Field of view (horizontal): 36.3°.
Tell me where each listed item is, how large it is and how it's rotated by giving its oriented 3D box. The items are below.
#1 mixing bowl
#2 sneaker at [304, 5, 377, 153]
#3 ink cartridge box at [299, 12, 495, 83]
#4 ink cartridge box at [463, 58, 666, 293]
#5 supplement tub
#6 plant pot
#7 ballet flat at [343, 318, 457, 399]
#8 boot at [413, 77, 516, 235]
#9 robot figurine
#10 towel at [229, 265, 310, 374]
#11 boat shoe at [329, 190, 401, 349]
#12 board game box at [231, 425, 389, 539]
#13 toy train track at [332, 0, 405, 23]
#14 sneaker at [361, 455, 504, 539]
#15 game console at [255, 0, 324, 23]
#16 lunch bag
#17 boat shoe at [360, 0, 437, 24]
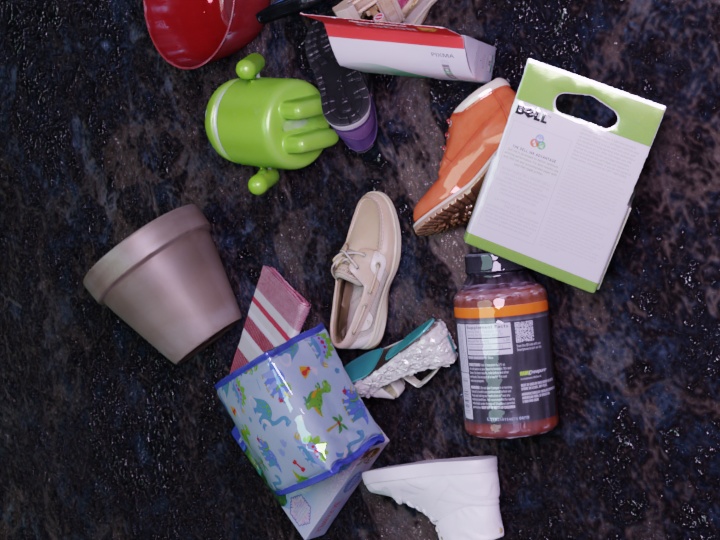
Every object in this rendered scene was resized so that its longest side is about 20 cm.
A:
[{"bbox_3d":[-0.194,-0.372,1.486,0.200,0.108,0.201,7,100,43],"label":"mixing bowl"},{"bbox_3d":[-0.018,-0.234,1.357,0.075,0.088,0.201,-12,59,12],"label":"sneaker"},{"bbox_3d":[0.043,-0.235,1.178,0.160,0.200,0.050,10,100,21],"label":"ink cartridge box"},{"bbox_3d":[0.210,-0.100,1.114,0.147,0.076,0.201,22,112,12],"label":"ink cartridge box"},{"bbox_3d":[0.158,0.078,1.204,0.107,0.107,0.201,-3,92,44],"label":"supplement tub"},{"bbox_3d":[-0.265,0.032,1.574,0.200,0.200,0.174,-38,87,40],"label":"plant pot"},{"bbox_3d":[0.044,0.125,1.353,0.200,0.072,0.072,-32,73,43],"label":"ballet flat"},{"bbox_3d":[0.120,-0.125,1.243,0.200,0.075,0.107,-44,63,29],"label":"boot"},{"bbox_3d":[-0.121,-0.193,1.433,0.200,0.115,0.176,11,115,43],"label":"robot figurine"},{"bbox_3d":[-0.128,0.109,1.497,0.144,0.023,0.201,42,117,56],"label":"towel"},{"bbox_3d":[0.000,0.000,1.369,0.072,0.065,0.201,13,98,44],"label":"boat shoe"},{"bbox_3d":[-0.074,0.226,1.494,0.200,0.041,0.200,49,125,28],"label":"board game box"},{"bbox_3d":[0.062,-0.330,1.214,0.200,0.115,0.033,-34,48,0],"label":"toy train track"},{"bbox_3d":[0.085,0.288,1.325,0.200,0.074,0.116,-13,84,43],"label":"sneaker"},{"bbox_3d":[-0.048,-0.387,1.295,0.117,0.176,0.200,62,164,-16],"label":"game console"},{"bbox_3d":[-0.090,0.183,1.371,0.200,0.127,0.170,-33,84,46],"label":"lunch bag"},{"bbox_3d":[0.057,-0.340,1.272,0.074,0.069,0.200,49,126,28],"label":"boat shoe"}]
